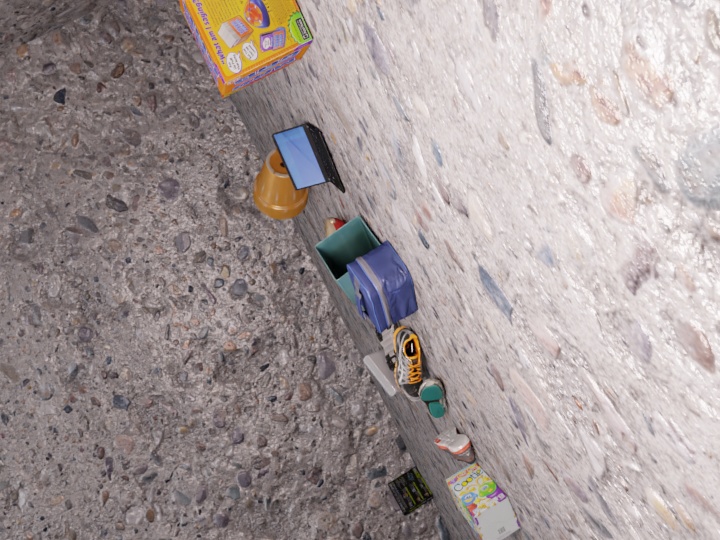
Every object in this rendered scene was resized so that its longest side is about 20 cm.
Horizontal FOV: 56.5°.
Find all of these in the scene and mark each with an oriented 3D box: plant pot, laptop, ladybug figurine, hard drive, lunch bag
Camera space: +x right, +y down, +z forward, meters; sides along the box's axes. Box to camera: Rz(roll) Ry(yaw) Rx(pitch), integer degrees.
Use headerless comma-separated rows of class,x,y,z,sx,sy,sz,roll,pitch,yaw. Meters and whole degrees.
plant pot,-0.270,-0.313,2.303,0.203,0.197,0.185,58,156,23
laptop,-0.142,-0.289,1.797,0.180,0.102,0.200,66,171,-28
plant pot,0.000,0.000,1.730,0.142,0.140,0.201,54,176,41
ladybug figurine,-0.061,-0.079,2.019,0.203,0.070,0.138,81,174,-48
hard drive,0.099,0.287,1.946,0.132,0.027,0.199,50,-157,17
lunch bag,0.046,0.049,1.597,0.137,0.130,0.202,56,169,38

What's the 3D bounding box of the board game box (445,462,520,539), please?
board game box,0.321,0.617,1.779,0.105,0.103,0.200,64,171,-15

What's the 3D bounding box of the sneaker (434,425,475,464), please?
sneaker,0.265,0.496,1.863,0.083,0.076,0.200,56,173,-4

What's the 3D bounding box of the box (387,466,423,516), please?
box,0.274,1.211,3.686,0.201,0.190,0.048,52,166,44

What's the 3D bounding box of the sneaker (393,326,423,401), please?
sneaker,0.135,0.256,1.815,0.077,0.077,0.205,-179,76,-68

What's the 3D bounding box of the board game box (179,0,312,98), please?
board game box,-0.238,-0.503,1.370,0.204,0.197,0.200,64,171,-11

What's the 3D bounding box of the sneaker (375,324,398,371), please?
sneaker,0.099,0.206,1.942,0.090,0.066,0.204,28,-143,-48

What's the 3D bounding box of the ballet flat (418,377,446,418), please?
ballet flat,0.194,0.333,1.822,0.072,0.071,0.202,55,169,37
